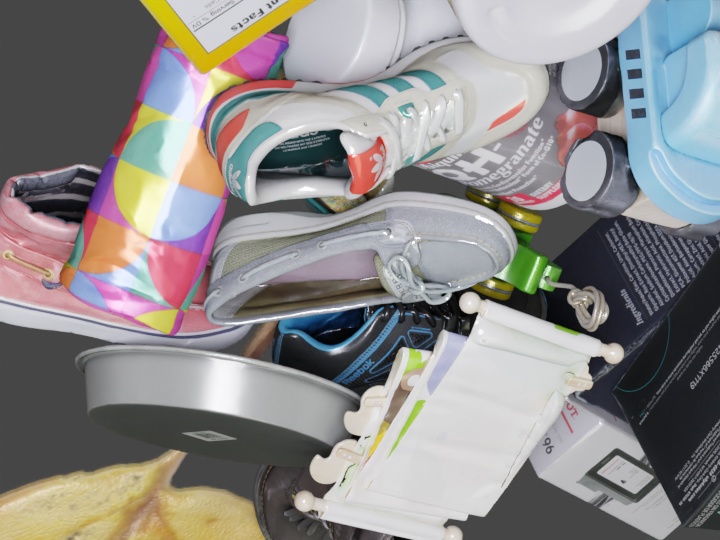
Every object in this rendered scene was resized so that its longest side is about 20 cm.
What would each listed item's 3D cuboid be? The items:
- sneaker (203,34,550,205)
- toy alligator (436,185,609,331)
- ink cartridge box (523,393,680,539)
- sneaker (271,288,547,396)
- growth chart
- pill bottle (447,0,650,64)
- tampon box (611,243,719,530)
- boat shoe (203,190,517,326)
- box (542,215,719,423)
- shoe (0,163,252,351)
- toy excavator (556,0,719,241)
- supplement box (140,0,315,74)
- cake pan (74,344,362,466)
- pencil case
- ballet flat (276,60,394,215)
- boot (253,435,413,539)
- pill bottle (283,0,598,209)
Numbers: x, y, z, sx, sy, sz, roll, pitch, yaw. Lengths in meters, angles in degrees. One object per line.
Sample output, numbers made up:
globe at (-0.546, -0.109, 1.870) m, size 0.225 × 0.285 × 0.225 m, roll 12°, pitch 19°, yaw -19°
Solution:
sneaker at (0.015, -0.073, 1.151) m, size 0.198 × 0.094 × 0.071 m, roll -10°, pitch 122°, yaw -6°
toy alligator at (0.086, -0.013, 1.324) m, size 0.054 × 0.200 × 0.060 m, roll 14°, pitch 104°, yaw -30°
ink cartridge box at (0.168, 0.110, 1.536) m, size 0.068 × 0.116 × 0.200 m, roll -43°, pitch 134°, yaw 18°
sneaker at (0.035, 0.041, 1.439) m, size 0.199 × 0.073 × 0.082 m, roll -18°, pitch 138°, yaw -7°
growth chart at (0.058, 0.099, 1.328) m, size 0.144 × 0.018 × 0.200 m, roll 25°, pitch 115°, yaw -29°
pill bottle at (0.074, -0.215, 1.107) m, size 0.119 × 0.201 × 0.120 m, roll -13°, pitch 136°, yaw -12°
tampon box at (0.304, 0.087, 1.395) m, size 0.199 × 0.127 × 0.150 m, roll 8°, pitch 129°, yaw -30°
boat shoe at (-0.001, -0.001, 1.285) m, size 0.201 × 0.065 × 0.075 m, roll -3°, pitch 143°, yaw 18°
box at (0.260, 0.023, 1.490) m, size 0.200 × 0.118 × 0.196 m, roll -43°, pitch 134°, yaw 18°
shoe at (-0.145, -0.007, 1.311) m, size 0.199 × 0.072 × 0.091 m, roll 8°, pitch 132°, yaw -26°
toy excavator at (0.211, -0.133, 1.180) m, size 0.099 × 0.196 × 0.200 m, roll 14°, pitch 154°, yaw -34°
supplement box at (-0.100, -0.221, 1.090) m, size 0.108 × 0.110 × 0.200 m, roll -31°, pitch 137°, yaw 7°
cake pan at (-0.094, 0.092, 1.373) m, size 0.199 × 0.037 × 0.200 m, roll 9°, pitch 165°, yaw 2°
pencil case at (-0.112, -0.061, 1.218) m, size 0.088 × 0.088 × 0.201 m, roll 19°, pitch 97°, yaw -37°
ballet flat at (-0.015, -0.063, 1.323) m, size 0.070 × 0.071 × 0.200 m, roll -31°, pitch 137°, yaw 7°
boot at (-0.012, 0.184, 1.484) m, size 0.069 × 0.175 × 0.201 m, roll -2°, pitch 132°, yaw -23°
pill bottle at (0.054, -0.114, 1.265) m, size 0.199 × 0.111 × 0.111 m, roll 18°, pitch 123°, yaw -36°
